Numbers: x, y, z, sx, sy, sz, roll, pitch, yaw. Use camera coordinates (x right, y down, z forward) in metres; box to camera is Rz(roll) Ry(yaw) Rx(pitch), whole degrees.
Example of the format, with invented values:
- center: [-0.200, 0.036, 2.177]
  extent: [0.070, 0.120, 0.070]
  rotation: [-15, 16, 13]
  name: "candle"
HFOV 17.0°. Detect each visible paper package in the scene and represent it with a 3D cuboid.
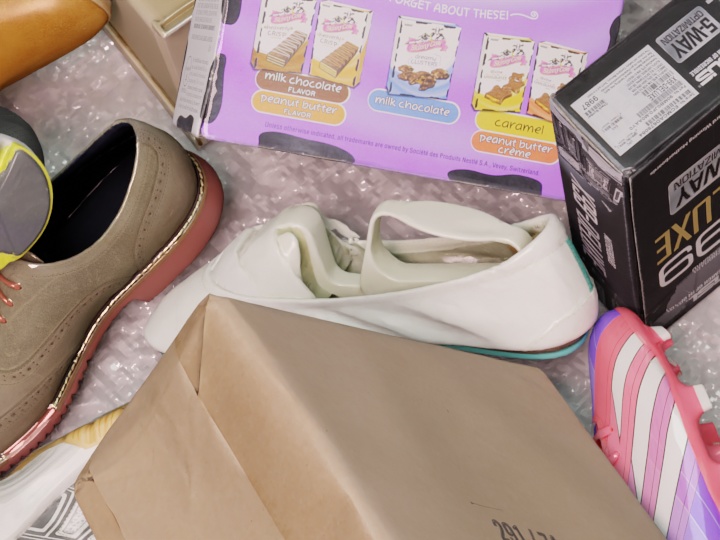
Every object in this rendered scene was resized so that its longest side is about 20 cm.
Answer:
- center: [0.023, 0.116, 0.861]
  extent: [0.103, 0.200, 0.191]
  rotation: [-49, 54, 22]
  name: "paper package"

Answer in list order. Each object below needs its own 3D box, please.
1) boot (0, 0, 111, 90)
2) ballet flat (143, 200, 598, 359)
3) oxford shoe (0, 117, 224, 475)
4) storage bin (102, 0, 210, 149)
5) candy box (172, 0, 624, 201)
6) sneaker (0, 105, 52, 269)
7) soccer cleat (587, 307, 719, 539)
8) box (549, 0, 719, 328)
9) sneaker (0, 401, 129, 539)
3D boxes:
- center: [-0.200, -0.046, 1.063]
  extent: [0.201, 0.071, 0.144]
  rotation: [-11, 64, 23]
  name: "boot"
- center: [0.000, 0.000, 1.002]
  extent: [0.200, 0.069, 0.070]
  rotation: [-1, 64, 19]
  name: "ballet flat"
- center: [-0.147, 0.014, 1.020]
  extent: [0.070, 0.075, 0.200]
  rotation: [37, 86, 32]
  name: "oxford shoe"
- center: [-0.058, -0.201, 1.108]
  extent: [0.198, 0.094, 0.200]
  rotation: [-35, 64, -8]
  name: "storage bin"
- center: [0.025, -0.141, 0.998]
  extent: [0.167, 0.072, 0.200]
  rotation: [10, 94, -15]
  name: "candy box"
- center: [-0.218, -0.015, 0.994]
  extent: [0.200, 0.075, 0.085]
  rotation: [-13, 21, 4]
  name: "sneaker"
- center: [0.119, 0.107, 0.948]
  extent: [0.076, 0.067, 0.200]
  rotation: [-22, 66, 4]
  name: "soccer cleat"
- center: [0.170, -0.076, 0.973]
  extent: [0.200, 0.158, 0.050]
  rotation: [-38, 64, -10]
  name: "box"
- center: [-0.116, 0.112, 0.991]
  extent: [0.200, 0.076, 0.088]
  rotation: [-27, 89, -10]
  name: "sneaker"
